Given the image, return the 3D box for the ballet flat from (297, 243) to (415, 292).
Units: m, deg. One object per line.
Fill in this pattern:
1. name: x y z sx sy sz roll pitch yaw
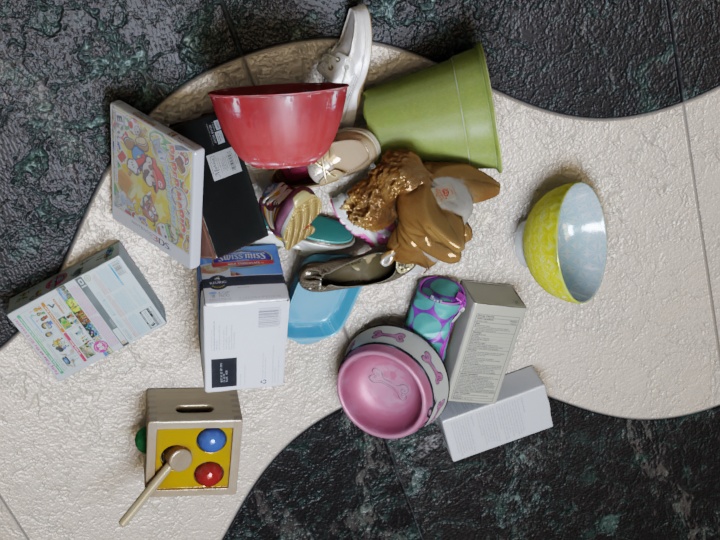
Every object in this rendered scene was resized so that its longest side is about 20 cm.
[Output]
1. ballet flat: 0.000 0.000 1.623 0.200 0.046 0.068 -9 111 -16

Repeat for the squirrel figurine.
1. squirrel figurine: 0.075 -0.085 1.544 0.200 0.142 0.187 31 150 -7

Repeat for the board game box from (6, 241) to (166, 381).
1. board game box: -0.432 0.065 1.640 0.200 0.064 0.148 -28 119 0

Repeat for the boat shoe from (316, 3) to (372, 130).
1. boat shoe: -0.030 -0.299 1.539 0.069 0.071 0.200 3 118 -17

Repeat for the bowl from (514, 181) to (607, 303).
1. bowl: 0.323 -0.045 1.725 0.108 0.200 0.200 -1 128 36

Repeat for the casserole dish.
1. casserole dish: -0.066 0.040 1.702 0.121 0.039 0.200 0 133 -29

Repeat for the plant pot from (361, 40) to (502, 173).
1. plant pot: 0.105 -0.228 1.561 0.190 0.200 0.200 -10 120 6

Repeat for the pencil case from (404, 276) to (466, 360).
1. pencil case: 0.120 0.116 1.784 0.085 0.092 0.200 -27 136 -52

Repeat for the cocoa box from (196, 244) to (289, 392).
1. cocoa box: -0.190 0.076 1.641 0.133 0.131 0.200 -4 133 -11

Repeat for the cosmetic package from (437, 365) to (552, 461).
1. cosmetic package: 0.244 0.263 1.902 0.200 0.071 0.102 -18 120 -4

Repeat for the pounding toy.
1. pounding toy: -0.308 0.316 1.755 0.200 0.142 0.184 1 117 -14

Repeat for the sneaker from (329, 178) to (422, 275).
1. sneaker: 0.045 -0.070 1.673 0.088 0.081 0.200 -41 119 11

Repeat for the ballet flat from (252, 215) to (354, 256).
1. ballet flat: -0.111 -0.057 1.660 0.200 0.069 0.070 9 115 -13

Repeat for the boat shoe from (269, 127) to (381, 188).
1. boat shoe: -0.057 -0.157 1.547 0.200 0.069 0.074 -14 116 42

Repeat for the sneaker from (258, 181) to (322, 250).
1. sneaker: -0.113 -0.094 1.523 0.075 0.200 0.090 -37 83 -16

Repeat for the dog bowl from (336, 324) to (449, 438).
1. dog bowl: 0.047 0.198 1.760 0.200 0.074 0.201 10 115 22

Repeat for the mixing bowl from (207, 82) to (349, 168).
1. mixing bowl: -0.113 -0.205 1.464 0.200 0.200 0.109 -5 105 -11

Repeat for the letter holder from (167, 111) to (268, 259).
1. letter holder: -0.244 -0.127 1.555 0.100 0.142 0.200 -27 107 -34

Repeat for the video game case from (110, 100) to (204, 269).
1. video game case: -0.299 -0.124 1.504 0.023 0.182 0.200 -30 140 -42

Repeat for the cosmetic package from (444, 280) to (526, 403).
1. cosmetic package: 0.208 0.127 1.812 0.103 0.087 0.200 8 116 -16
